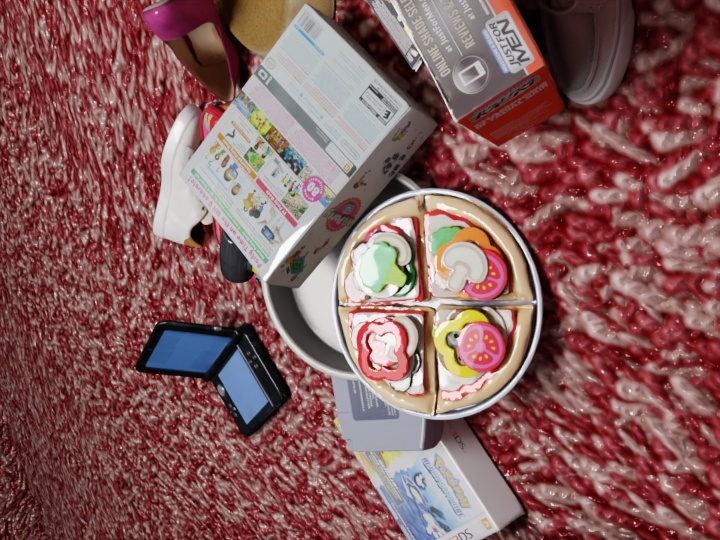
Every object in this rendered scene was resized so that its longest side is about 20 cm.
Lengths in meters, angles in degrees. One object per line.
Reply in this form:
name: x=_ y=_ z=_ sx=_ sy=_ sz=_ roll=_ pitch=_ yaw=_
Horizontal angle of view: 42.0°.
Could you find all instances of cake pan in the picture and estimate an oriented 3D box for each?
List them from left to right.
cake pan: x=0.000 y=0.000 z=0.878 sx=0.198 sy=0.037 sz=0.203 roll=1 pitch=93 yaw=24

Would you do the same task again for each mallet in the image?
mallet: x=-0.073 y=0.031 z=0.962 sx=0.200 sy=0.041 sz=0.066 roll=43 pitch=145 yaw=15

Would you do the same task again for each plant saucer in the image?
plant saucer: x=-0.100 y=-0.289 z=0.909 sx=0.199 sy=0.035 sz=0.202 roll=35 pitch=138 yaw=39

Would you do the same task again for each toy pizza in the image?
toy pizza: x=0.059 y=0.030 z=0.813 sx=0.198 sy=0.032 sz=0.203 roll=2 pitch=94 yaw=26

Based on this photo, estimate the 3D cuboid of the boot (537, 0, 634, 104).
boot: x=0.119 y=-0.195 z=0.599 sx=0.073 sy=0.095 sz=0.202 roll=21 pitch=129 yaw=47

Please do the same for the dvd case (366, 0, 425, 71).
dvd case: x=0.049 y=-0.271 z=0.718 sx=0.147 sy=0.022 sz=0.200 roll=57 pitch=149 yaw=11

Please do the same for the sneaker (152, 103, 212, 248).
sneaker: x=-0.204 y=-0.114 z=1.178 sx=0.084 sy=0.073 sz=0.201 roll=22 pitch=131 yaw=5

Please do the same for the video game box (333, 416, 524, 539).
video game box: x=0.066 y=0.208 z=1.015 sx=0.201 sy=0.046 sz=0.182 roll=56 pitch=145 yaw=13

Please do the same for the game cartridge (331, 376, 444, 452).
game cartridge: x=0.021 y=0.079 z=0.935 sx=0.132 sy=0.041 sz=0.203 roll=-11 pitch=88 yaw=40

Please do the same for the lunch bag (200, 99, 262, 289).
lunch bag: x=-0.114 y=-0.089 z=1.039 sx=0.176 sy=0.081 sz=0.202 roll=38 pitch=140 yaw=42

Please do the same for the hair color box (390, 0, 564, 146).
hair color box: x=0.077 y=-0.149 z=0.610 sx=0.063 sy=0.200 sz=0.112 roll=-29 pitch=86 yaw=16

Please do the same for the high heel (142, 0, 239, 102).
high heel: x=-0.161 y=-0.222 z=0.948 sx=0.200 sy=0.067 sz=0.097 roll=-48 pitch=-59 yaw=-77

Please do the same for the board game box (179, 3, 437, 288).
board game box: x=-0.051 y=-0.109 z=0.843 sx=0.200 sy=0.064 sz=0.148 roll=-48 pitch=66 yaw=16

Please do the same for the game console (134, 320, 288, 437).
game console: x=-0.213 y=0.157 z=1.318 sx=0.177 sy=0.116 sz=0.200 roll=58 pitch=148 yaw=10
